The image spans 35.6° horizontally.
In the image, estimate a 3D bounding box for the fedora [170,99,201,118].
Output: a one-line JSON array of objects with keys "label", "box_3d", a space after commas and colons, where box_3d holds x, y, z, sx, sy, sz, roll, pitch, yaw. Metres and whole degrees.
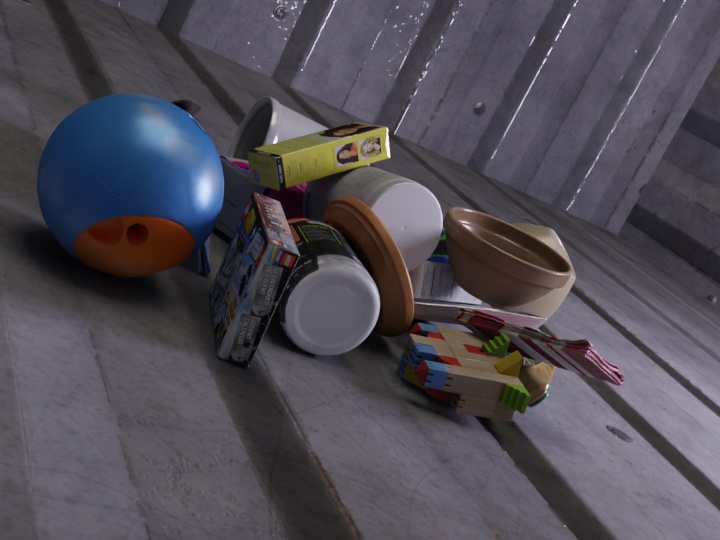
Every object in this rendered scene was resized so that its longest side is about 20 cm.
[{"label": "fedora", "box_3d": [-0.284, -0.155, 1.575, 0.090, 0.177, 0.200, 57, 20, -24]}]

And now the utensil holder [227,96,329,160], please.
[{"label": "utensil holder", "box_3d": [-0.109, -0.179, 1.921, 0.200, 0.170, 0.170, 24, 13, -26]}]

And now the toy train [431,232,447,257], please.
[{"label": "toy train", "box_3d": [0.060, -0.039, 1.822, 0.199, 0.042, 0.056, 0, 6, 14]}]

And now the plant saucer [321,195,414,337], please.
[{"label": "plant saucer", "box_3d": [0.000, 0.000, 1.483, 0.037, 0.201, 0.200, -24, 40, -23]}]

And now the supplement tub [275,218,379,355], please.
[{"label": "supplement tub", "box_3d": [-0.057, 0.012, 1.385, 0.122, 0.123, 0.200, 22, 15, -22]}]

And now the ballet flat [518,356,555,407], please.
[{"label": "ballet flat", "box_3d": [0.249, 0.139, 1.615, 0.063, 0.069, 0.200, 51, 14, 1]}]

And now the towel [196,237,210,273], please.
[{"label": "towel", "box_3d": [-0.205, -0.094, 1.466, 0.024, 0.145, 0.200, -3, 20, -6]}]

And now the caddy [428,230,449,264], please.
[{"label": "caddy", "box_3d": [0.113, -0.030, 1.915, 0.200, 0.105, 0.141, 29, 12, 5]}]

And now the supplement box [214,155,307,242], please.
[{"label": "supplement box", "box_3d": [-0.142, -0.096, 1.677, 0.101, 0.104, 0.200, 32, 12, 25]}]

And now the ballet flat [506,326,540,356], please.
[{"label": "ballet flat", "box_3d": [0.218, 0.111, 1.692, 0.072, 0.072, 0.200, 34, 15, 27]}]

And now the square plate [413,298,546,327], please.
[{"label": "square plate", "box_3d": [0.143, 0.062, 1.623, 0.197, 0.029, 0.200, 8, 0, -11]}]

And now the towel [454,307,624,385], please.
[{"label": "towel", "box_3d": [0.238, 0.100, 1.486, 0.200, 0.023, 0.144, 15, -13, 36]}]

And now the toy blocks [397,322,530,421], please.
[{"label": "toy blocks", "box_3d": [0.113, 0.122, 1.410, 0.136, 0.100, 0.200, 12, 18, -16]}]

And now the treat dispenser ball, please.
[{"label": "treat dispenser ball", "box_3d": [-0.250, -0.092, 1.225, 0.200, 0.201, 0.201, 26, 13, -7]}]

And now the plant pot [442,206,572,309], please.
[{"label": "plant pot", "box_3d": [0.199, -0.007, 1.631, 0.200, 0.093, 0.201, 24, 16, -7]}]

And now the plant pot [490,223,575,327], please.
[{"label": "plant pot", "box_3d": [0.281, -0.001, 1.881, 0.200, 0.134, 0.201, 55, 18, -28]}]

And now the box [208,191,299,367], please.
[{"label": "box", "box_3d": [-0.122, 0.004, 1.252, 0.040, 0.137, 0.200, 21, 15, -17]}]

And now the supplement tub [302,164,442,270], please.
[{"label": "supplement tub", "box_3d": [0.012, -0.081, 1.595, 0.132, 0.132, 0.200, 19, 5, -32]}]

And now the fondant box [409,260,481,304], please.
[{"label": "fondant box", "box_3d": [0.081, 0.010, 1.710, 0.144, 0.058, 0.200, 9, 0, 34]}]

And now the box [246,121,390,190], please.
[{"label": "box", "box_3d": [-0.057, -0.164, 1.581, 0.200, 0.050, 0.075, -21, 24, -35]}]
